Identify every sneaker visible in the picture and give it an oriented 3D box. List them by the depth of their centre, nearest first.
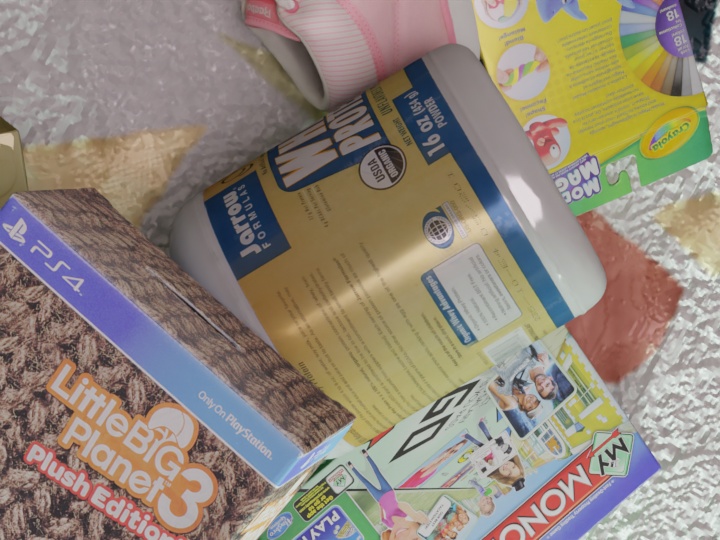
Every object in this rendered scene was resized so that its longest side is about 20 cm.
[{"bbox_3d":[-0.016,-0.170,0.879,0.105,0.075,0.201,-23,111,-18],"label":"sneaker"}]

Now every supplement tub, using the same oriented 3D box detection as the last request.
[{"bbox_3d":[0.000,0.000,0.868,0.200,0.145,0.145,-31,110,5],"label":"supplement tub"}]

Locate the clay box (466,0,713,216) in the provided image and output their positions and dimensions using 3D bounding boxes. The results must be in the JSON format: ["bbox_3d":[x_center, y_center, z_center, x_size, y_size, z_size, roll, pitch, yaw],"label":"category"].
[{"bbox_3d":[0.105,-0.134,0.944,0.115,0.048,0.200,-22,109,-12],"label":"clay box"}]

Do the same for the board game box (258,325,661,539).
[{"bbox_3d":[0.052,0.119,0.987,0.200,0.029,0.135,-40,110,-8],"label":"board game box"}]

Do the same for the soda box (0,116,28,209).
[{"bbox_3d":[-0.185,0.032,0.867,0.068,0.064,0.200,-10,103,-17],"label":"soda box"}]

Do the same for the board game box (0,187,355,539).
[{"bbox_3d":[-0.131,0.091,0.773,0.159,0.097,0.200,40,100,6],"label":"board game box"}]
